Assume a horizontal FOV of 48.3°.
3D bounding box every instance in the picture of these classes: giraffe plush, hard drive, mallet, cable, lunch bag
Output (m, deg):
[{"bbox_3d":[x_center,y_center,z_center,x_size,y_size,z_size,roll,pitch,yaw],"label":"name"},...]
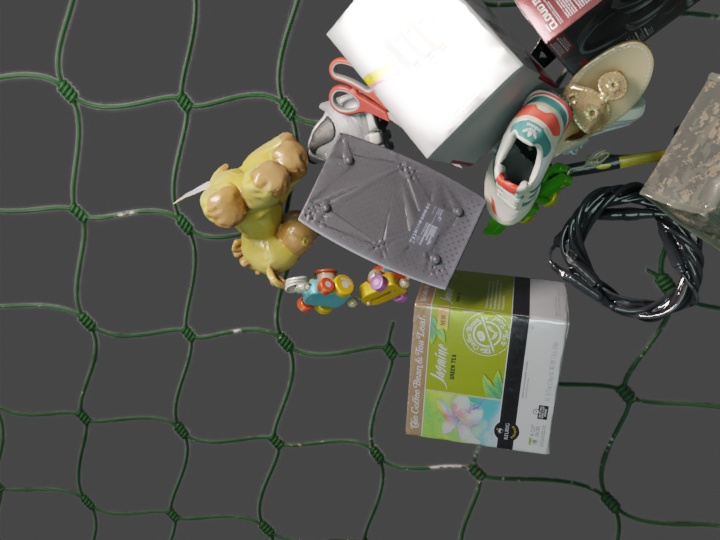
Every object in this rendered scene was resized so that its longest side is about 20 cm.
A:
[{"bbox_3d":[-0.128,-0.064,1.070,0.200,0.173,0.162,-19,114,33],"label":"giraffe plush"},{"bbox_3d":[0.039,-0.071,0.987,0.200,0.042,0.135,25,85,3],"label":"hard drive"},{"bbox_3d":[0.336,-0.128,1.010,0.200,0.041,0.066,-15,110,22],"label":"mallet"},{"bbox_3d":[0.358,-0.020,1.043,0.200,0.051,0.163,33,109,1],"label":"cable"},{"bbox_3d":[0.448,-0.106,0.923,0.200,0.118,0.164,26,96,-33],"label":"lunch bag"}]

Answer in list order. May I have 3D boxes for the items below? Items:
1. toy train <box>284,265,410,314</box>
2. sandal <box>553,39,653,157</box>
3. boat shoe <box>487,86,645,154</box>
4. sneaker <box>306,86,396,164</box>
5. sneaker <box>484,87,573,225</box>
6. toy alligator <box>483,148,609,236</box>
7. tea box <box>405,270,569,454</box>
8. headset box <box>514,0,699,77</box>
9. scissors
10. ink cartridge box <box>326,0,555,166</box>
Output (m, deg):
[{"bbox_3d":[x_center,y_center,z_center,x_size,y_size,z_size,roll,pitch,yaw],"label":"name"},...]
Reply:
[{"bbox_3d":[0.000,0.000,1.084,0.199,0.056,0.150,-11,153,3],"label":"toy train"},{"bbox_3d":[0.246,-0.168,0.916,0.078,0.070,0.212,42,124,-18],"label":"sandal"},{"bbox_3d":[0.247,-0.181,0.995,0.200,0.070,0.072,-3,129,12],"label":"boat shoe"},{"bbox_3d":[-0.011,-0.135,1.066,0.115,0.075,0.201,-8,99,20],"label":"sneaker"},{"bbox_3d":[0.172,-0.110,0.916,0.070,0.093,0.200,33,145,12],"label":"sneaker"},{"bbox_3d":[0.225,-0.113,1.015,0.200,0.059,0.054,-39,57,39],"label":"toy alligator"},{"bbox_3d":[0.169,0.119,1.084,0.196,0.134,0.201,6,113,11],"label":"tea box"},{"bbox_3d":[0.274,-0.300,0.884,0.200,0.149,0.077,-37,66,21],"label":"headset box"},{"bbox_3d":[0.044,-0.193,0.975,0.200,0.014,0.073,29,128,14],"label":"scissors"},{"bbox_3d":[0.093,-0.244,0.921,0.145,0.145,0.200,-43,74,24],"label":"ink cartridge box"}]
